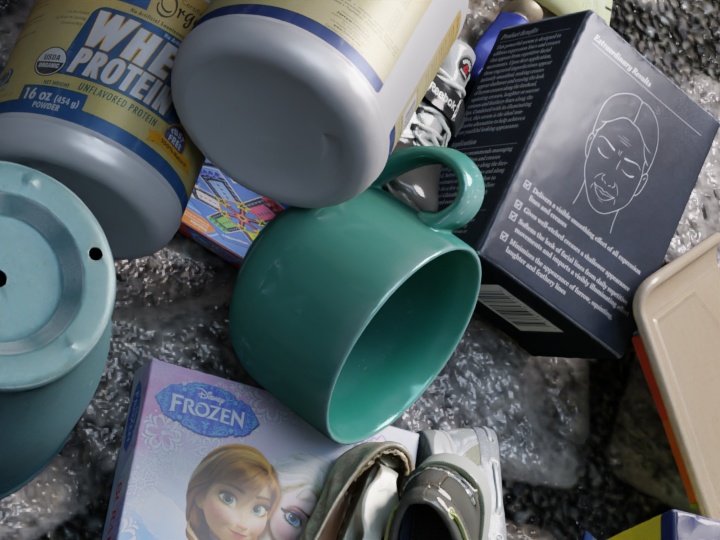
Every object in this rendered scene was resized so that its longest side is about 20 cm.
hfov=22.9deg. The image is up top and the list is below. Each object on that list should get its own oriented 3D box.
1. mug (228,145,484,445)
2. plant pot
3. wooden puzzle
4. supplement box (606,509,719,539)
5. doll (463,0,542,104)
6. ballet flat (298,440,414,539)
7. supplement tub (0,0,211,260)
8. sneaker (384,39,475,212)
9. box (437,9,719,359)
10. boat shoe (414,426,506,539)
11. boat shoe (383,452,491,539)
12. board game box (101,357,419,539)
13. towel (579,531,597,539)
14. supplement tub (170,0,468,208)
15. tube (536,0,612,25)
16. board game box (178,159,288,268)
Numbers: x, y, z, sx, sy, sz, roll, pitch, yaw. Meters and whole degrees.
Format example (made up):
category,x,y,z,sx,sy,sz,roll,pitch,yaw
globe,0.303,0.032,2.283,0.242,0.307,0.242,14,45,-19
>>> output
category,x,y,z,sx,sy,sz,roll,pitch,yaw
mug,-0.002,0.009,1.166,0.114,0.152,0.185,35,69,25
plant pot,-0.236,0.028,1.054,0.199,0.188,0.201,8,69,-22
wooden puzzle,0.249,0.086,1.291,0.185,0.037,0.201,-24,101,-60
supplement box,0.195,0.238,1.151,0.108,0.200,0.110,13,63,-21
doll,0.101,-0.109,1.341,0.136,0.048,0.200,40,60,-14
ballet flat,-0.018,0.193,1.123,0.067,0.062,0.201,28,63,-17
supplement tub,-0.158,-0.124,1.168,0.144,0.145,0.201,26,63,-15
sneaker,0.041,-0.124,1.254,0.074,0.088,0.201,44,27,-47
box,0.142,-0.059,1.272,0.148,0.107,0.200,35,72,-28
boat shoe,0.082,0.204,1.210,0.065,0.074,0.203,-4,67,-22
boat shoe,0.047,0.219,1.126,0.060,0.072,0.203,-33,126,-61
board game box,-0.068,0.179,1.163,0.199,0.041,0.200,17,66,-20
towel,0.203,0.300,1.261,0.200,0.024,0.147,41,60,-7
supplement tub,-0.017,-0.154,1.121,0.144,0.144,0.200,36,53,-10
tube,0.129,-0.249,1.400,0.200,0.052,0.058,26,104,-32
board game box,-0.041,-0.030,1.264,0.200,0.019,0.103,32,60,-12
